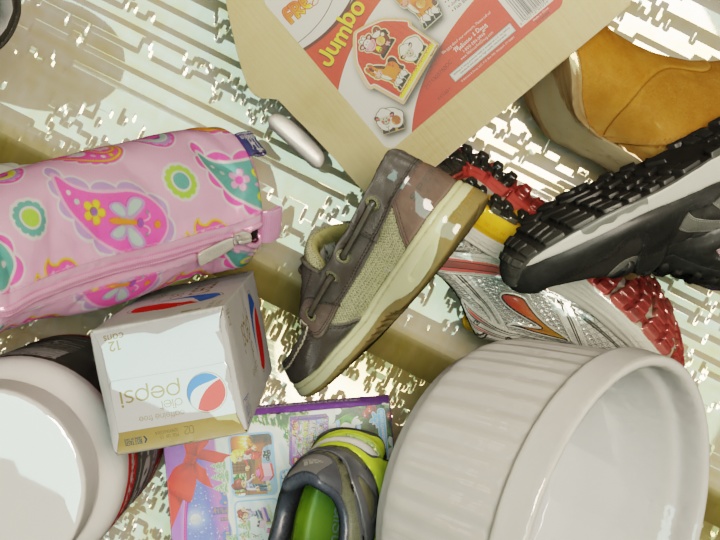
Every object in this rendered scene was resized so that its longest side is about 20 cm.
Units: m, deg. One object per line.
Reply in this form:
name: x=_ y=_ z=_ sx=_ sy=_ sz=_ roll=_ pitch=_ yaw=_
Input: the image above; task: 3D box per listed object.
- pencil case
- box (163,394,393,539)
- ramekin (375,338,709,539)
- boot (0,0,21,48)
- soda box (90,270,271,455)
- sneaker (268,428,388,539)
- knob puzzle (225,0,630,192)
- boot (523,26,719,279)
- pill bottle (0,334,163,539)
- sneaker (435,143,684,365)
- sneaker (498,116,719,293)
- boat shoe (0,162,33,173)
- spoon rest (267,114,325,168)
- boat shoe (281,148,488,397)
pencil case: x=-0.139 y=-0.021 z=0.788 sx=0.199 sy=0.087 sz=0.088 roll=-17 pitch=93 yaw=-41
box: x=-0.041 y=0.180 z=0.875 sx=0.136 sy=0.039 sz=0.202 roll=-4 pitch=93 yaw=0
ramekin: x=0.097 y=0.131 z=0.794 sx=0.105 sy=0.200 sz=0.202 roll=14 pitch=93 yaw=38
boot: x=-0.267 y=-0.144 z=0.803 sx=0.209 sy=0.158 sz=0.080 roll=8 pitch=90 yaw=7
soda box: x=-0.090 y=0.044 z=0.788 sx=0.068 sy=0.200 sz=0.064 roll=-11 pitch=94 yaw=1
sneaker: x=-0.026 y=0.189 z=0.800 sx=0.073 sy=0.081 sz=0.202 roll=0 pitch=89 yaw=24
knob puzzle: x=0.014 y=-0.164 z=0.788 sx=0.218 sy=0.030 sz=0.221 roll=2 pitch=105 yaw=7
boot: x=0.177 y=-0.104 z=0.843 sx=0.143 sy=0.071 sz=0.202 roll=-23 pitch=88 yaw=-17
pill bottle: x=-0.174 y=0.099 z=0.792 sx=0.113 sy=0.200 sz=0.115 roll=0 pitch=93 yaw=1
sneaker: x=0.104 y=0.009 z=0.857 sx=0.199 sy=0.078 sz=0.082 roll=34 pitch=119 yaw=-4
sneaker: x=0.173 y=-0.018 z=0.770 sx=0.199 sy=0.076 sz=0.088 roll=-25 pitch=103 yaw=-7
boat shoe: x=-0.221 y=-0.032 z=0.852 sx=0.198 sy=0.066 sz=0.073 roll=2 pitch=87 yaw=-1
spoon rest: x=0.023 y=-0.141 z=0.858 sx=0.099 sy=0.061 sz=0.200 roll=43 pitch=79 yaw=-2
boat shoe: x=0.000 y=0.000 z=0.807 sx=0.066 sy=0.201 sz=0.072 roll=43 pitch=51 yaw=3
